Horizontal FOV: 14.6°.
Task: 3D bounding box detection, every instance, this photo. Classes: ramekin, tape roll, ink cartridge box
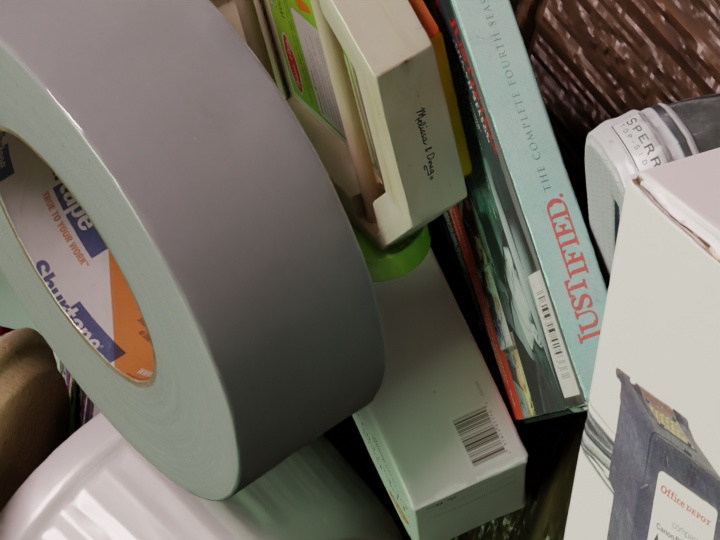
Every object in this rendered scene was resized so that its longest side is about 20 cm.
[{"bbox_3d":[-0.066,0.145,1.130,0.094,0.202,0.203,36,135,31],"label":"ramekin"},{"bbox_3d":[-0.076,-0.021,0.977,0.200,0.066,0.201,49,160,25],"label":"tape roll"},{"bbox_3d":[0.138,0.057,0.774,0.084,0.144,0.201,44,139,41],"label":"ink cartridge box"}]

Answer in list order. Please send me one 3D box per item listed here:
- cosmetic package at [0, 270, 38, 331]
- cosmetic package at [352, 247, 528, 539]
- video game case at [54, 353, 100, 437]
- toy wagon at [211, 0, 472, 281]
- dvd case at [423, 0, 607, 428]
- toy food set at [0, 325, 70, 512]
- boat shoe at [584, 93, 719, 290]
[{"bbox_3d":[-0.200,-0.068,1.307,0.201,0.051,0.151,84,164,-51],"label":"cosmetic package"},{"bbox_3d":[0.000,0.000,1.049,0.083,0.050,0.201,73,173,-73],"label":"cosmetic package"},{"bbox_3d":[-0.112,0.042,1.228,0.201,0.036,0.182,-100,15,-51],"label":"video game case"},{"bbox_3d":[-0.032,-0.093,0.934,0.200,0.039,0.156,46,159,44],"label":"toy wagon"},{"bbox_3d":[0.046,-0.021,0.940,0.200,0.022,0.147,120,132,-84],"label":"dvd case"},{"bbox_3d":[-0.174,0.115,1.112,0.048,0.201,0.198,21,149,10],"label":"toy food set"},{"bbox_3d":[0.112,0.012,0.871,0.200,0.070,0.072,82,169,-63],"label":"boat shoe"}]
